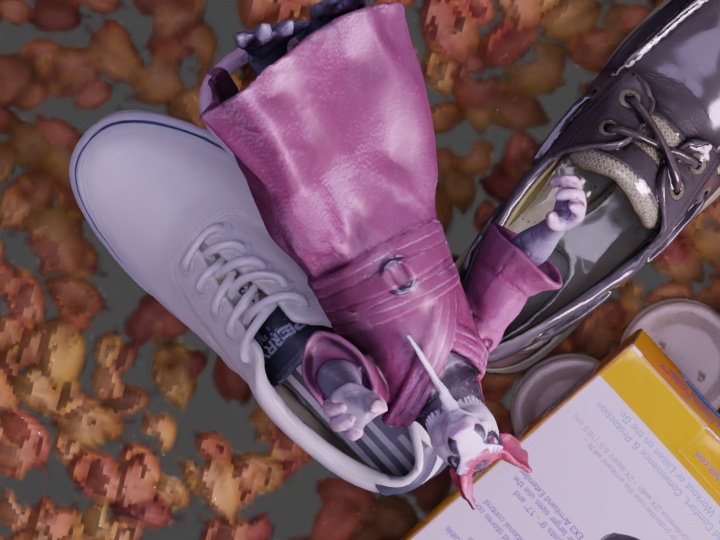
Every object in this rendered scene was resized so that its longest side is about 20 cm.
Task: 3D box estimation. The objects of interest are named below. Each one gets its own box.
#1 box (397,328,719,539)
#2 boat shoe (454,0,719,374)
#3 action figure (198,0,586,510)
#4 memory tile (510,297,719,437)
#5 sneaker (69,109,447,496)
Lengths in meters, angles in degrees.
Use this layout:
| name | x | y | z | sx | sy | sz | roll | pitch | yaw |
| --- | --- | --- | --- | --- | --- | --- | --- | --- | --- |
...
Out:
| name | x | y | z | sx | sy | sz | roll | pitch | yaw |
| --- | --- | --- | --- | --- | --- | --- | --- | --- | --- |
| box | 0.078 | 0.133 | 1.088 | 0.200 | 0.041 | 0.119 | -42 | 90 | 17 |
| boat shoe | 0.105 | -0.036 | 1.068 | 0.072 | 0.066 | 0.201 | 41 | 97 | -3 |
| action figure | 0.000 | 0.000 | 1.018 | 0.134 | 0.149 | 0.200 | -25 | 96 | -28 |
| memory tile | 0.174 | 0.069 | 1.101 | 0.200 | 0.017 | 0.153 | -27 | 94 | 6 |
| sneaker | -0.036 | 0.010 | 1.077 | 0.200 | 0.071 | 0.073 | 41 | 96 | -2 |
